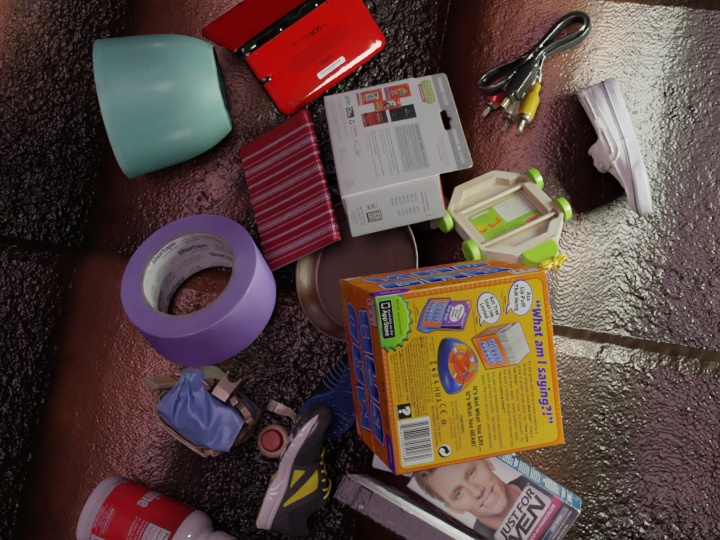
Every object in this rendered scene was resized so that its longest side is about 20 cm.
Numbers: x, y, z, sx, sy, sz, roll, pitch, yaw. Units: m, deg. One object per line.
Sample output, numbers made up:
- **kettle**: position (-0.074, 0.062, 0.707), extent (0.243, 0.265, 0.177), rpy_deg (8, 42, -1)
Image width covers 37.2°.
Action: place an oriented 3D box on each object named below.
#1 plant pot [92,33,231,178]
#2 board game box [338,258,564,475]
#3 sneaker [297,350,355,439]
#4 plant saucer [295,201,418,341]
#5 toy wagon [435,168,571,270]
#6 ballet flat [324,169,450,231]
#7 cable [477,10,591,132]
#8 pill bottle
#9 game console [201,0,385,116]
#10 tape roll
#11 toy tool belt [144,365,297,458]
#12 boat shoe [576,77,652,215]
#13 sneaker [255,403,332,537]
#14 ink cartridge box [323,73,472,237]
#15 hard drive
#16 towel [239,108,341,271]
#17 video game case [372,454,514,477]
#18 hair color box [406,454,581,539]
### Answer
- **plant pot**: position (-0.274, -0.245, 1.529), extent (0.161, 0.201, 0.201), rpy_deg (-12, 77, -1)
- **board game box**: position (0.100, 0.103, 1.256), extent (0.199, 0.200, 0.200), rpy_deg (-8, 96, -11)
- **sneaker**: position (-0.012, 0.152, 1.433), extent (0.070, 0.078, 0.200), rpy_deg (40, 130, -2)
- **plant saucer**: position (0.000, 0.000, 1.471), extent (0.200, 0.034, 0.201), rpy_deg (-7, 77, 34)
- **toy wagon**: position (0.201, -0.057, 1.411), extent (0.155, 0.040, 0.200), rpy_deg (-24, 49, -14)
- **ballet flat**: position (0.032, -0.097, 1.495), extent (0.200, 0.057, 0.067), rpy_deg (13, 84, 15)
- **cable**: position (0.241, -0.285, 1.502), extent (0.097, 0.050, 0.200), rpy_deg (31, 75, 33)
- **pill bottle**: position (-0.273, 0.364, 1.452), extent (0.200, 0.112, 0.112), rpy_deg (20, 85, 15)
- **game console**: position (-0.097, -0.339, 1.561), extent (0.200, 0.119, 0.172), rpy_deg (-39, 104, -17)
- **tape roll**: position (-0.224, 0.026, 1.481), extent (0.200, 0.085, 0.200), rpy_deg (-9, 54, 12)
- **toy tool belt**: position (-0.193, 0.199, 1.458), extent (0.200, 0.123, 0.125), rpy_deg (26, 87, 16)
- **boat shoe**: position (0.340, -0.160, 1.435), extent (0.065, 0.074, 0.200), rpy_deg (-17, 66, 14)
- **sneaker**: position (-0.071, 0.270, 1.433), extent (0.084, 0.074, 0.200), rpy_deg (23, 110, -3)
- **ink cartridge box**: position (0.052, -0.160, 1.443), extent (0.175, 0.084, 0.200), rpy_deg (-12, 50, 3)
- **hard drive**: position (0.072, 0.322, 1.366), extent (0.200, 0.140, 0.038), rpy_deg (26, 86, 17)
- **towel**: position (-0.100, -0.113, 1.516), extent (0.145, 0.022, 0.200), rpy_deg (-24, 73, 37)
- **video game case**: position (0.122, 0.186, 1.407), extent (0.181, 0.023, 0.200), rpy_deg (13, 98, 10)
- **hair color box**: position (0.170, 0.284, 1.366), extent (0.200, 0.061, 0.100), rpy_deg (32, 101, 8)
